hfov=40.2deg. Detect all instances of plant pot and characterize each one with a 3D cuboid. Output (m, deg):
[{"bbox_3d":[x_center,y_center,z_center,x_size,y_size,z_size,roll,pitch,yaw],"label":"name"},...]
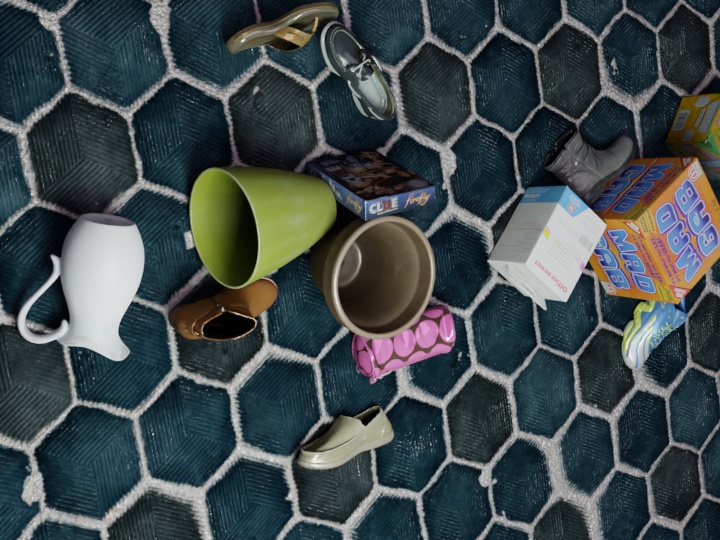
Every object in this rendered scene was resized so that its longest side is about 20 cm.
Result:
[{"bbox_3d":[-0.141,-0.087,1.580,0.198,0.186,0.190,-17,103,-41],"label":"plant pot"},{"bbox_3d":[0.000,0.000,1.648,0.197,0.174,0.204,-6,101,-30],"label":"plant pot"}]

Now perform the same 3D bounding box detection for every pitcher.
[{"bbox_3d":[-0.412,0.019,1.460,0.169,0.121,0.203,7,102,-20],"label":"pitcher"}]

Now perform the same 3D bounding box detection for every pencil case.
[{"bbox_3d":[0.081,0.129,1.761,0.197,0.091,0.095,-18,68,-25],"label":"pencil case"}]

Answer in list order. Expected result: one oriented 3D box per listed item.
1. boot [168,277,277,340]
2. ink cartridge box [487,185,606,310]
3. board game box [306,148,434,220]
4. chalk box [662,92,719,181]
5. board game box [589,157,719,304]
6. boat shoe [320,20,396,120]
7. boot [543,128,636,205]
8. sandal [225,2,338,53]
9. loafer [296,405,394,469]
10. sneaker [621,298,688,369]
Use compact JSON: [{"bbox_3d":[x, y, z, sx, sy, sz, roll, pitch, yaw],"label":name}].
[{"bbox_3d":[-0.195,0.061,1.556,0.197,0.155,0.078,-11,99,-28],"label":"boot"},{"bbox_3d":[0.348,-0.041,1.876,0.128,0.125,0.202,38,76,-26],"label":"ink cartridge box"},{"bbox_3d":[0.014,-0.146,1.634,0.134,0.200,0.035,-15,121,-27],"label":"board game box"},{"bbox_3d":[0.768,-0.270,2.098,0.199,0.123,0.126,31,79,-28],"label":"chalk box"},{"bbox_3d":[0.576,-0.083,1.961,0.200,0.199,0.201,-42,113,-20],"label":"board game box"},{"bbox_3d":[0.003,-0.335,1.661,0.076,0.060,0.200,-51,133,-10],"label":"boat shoe"},{"bbox_3d":[0.460,-0.235,1.961,0.200,0.069,0.132,-48,109,-22],"label":"boot"},{"bbox_3d":[-0.123,-0.382,1.604,0.198,0.080,0.055,-24,89,-20],"label":"sandal"},{"bbox_3d":[-0.030,0.290,1.721,0.198,0.075,0.069,-17,101,-37],"label":"loafer"},{"bbox_3d":[0.617,0.113,2.054,0.075,0.105,0.203,23,82,-28],"label":"sneaker"}]
